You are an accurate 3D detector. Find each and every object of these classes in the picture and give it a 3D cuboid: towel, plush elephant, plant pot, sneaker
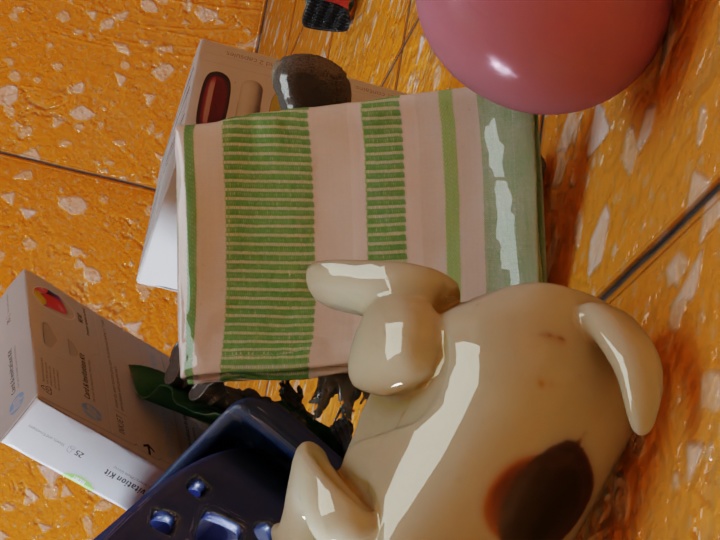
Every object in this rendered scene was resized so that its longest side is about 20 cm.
[{"bbox_3d":[-0.002,-0.018,0.943,0.023,0.200,0.153,33,-127,-73],"label":"towel"},{"bbox_3d":[0.000,0.000,1.045,0.155,0.165,0.200,132,153,-77],"label":"plush elephant"},{"bbox_3d":[-0.065,0.196,0.915,0.200,0.200,0.180,-47,4,46],"label":"plant pot"},{"bbox_3d":[-0.025,-0.345,1.987,0.200,0.070,0.093,120,156,-69],"label":"sneaker"}]

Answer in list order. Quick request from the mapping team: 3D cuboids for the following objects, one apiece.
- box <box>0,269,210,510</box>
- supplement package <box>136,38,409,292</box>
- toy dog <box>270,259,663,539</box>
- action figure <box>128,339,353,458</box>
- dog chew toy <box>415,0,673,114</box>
[{"bbox_3d":[-0.128,0.096,1.081,0.041,0.200,0.156,-49,27,13],"label":"box"},{"bbox_3d":[-0.037,-0.049,1.227,0.156,0.200,0.111,118,163,-57],"label":"supplement package"},{"bbox_3d":[0.051,0.111,0.765,0.194,0.140,0.200,1,73,43],"label":"toy dog"},{"bbox_3d":[-0.035,0.103,1.088,0.118,0.200,0.055,27,84,50],"label":"action figure"},{"bbox_3d":[0.107,-0.171,0.819,0.125,0.125,0.200,-89,24,-54],"label":"dog chew toy"}]
